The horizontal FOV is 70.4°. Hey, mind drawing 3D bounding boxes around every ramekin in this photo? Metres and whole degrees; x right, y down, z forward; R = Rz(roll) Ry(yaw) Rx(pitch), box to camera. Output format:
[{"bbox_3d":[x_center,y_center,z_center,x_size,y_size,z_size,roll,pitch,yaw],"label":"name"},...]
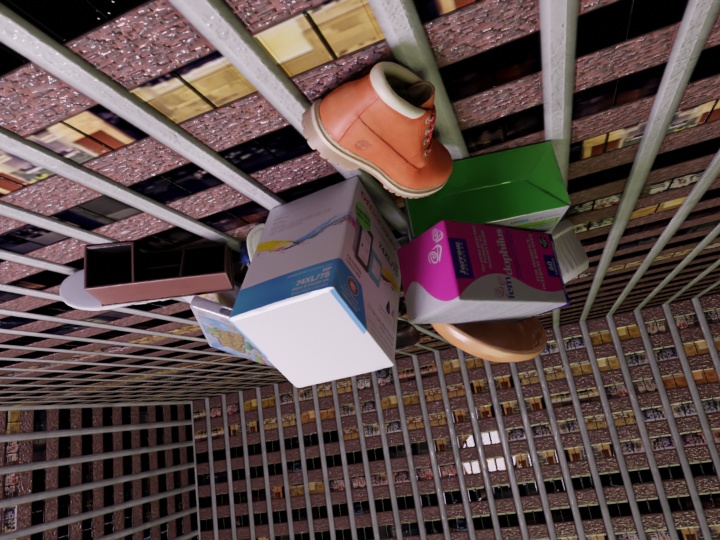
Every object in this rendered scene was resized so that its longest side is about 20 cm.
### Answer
[{"bbox_3d":[0.330,0.000,0.956,0.201,0.095,0.203,-31,167,-8],"label":"ramekin"}]

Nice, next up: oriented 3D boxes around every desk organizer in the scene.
[{"bbox_3d":[-0.295,-0.002,0.760,0.198,0.072,0.077,-7,161,-9],"label":"desk organizer"}]

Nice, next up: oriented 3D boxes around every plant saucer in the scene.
[{"bbox_3d":[0.174,0.069,0.752,0.199,0.200,0.038,2,123,-34],"label":"plant saucer"}]

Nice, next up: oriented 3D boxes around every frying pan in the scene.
[{"bbox_3d":[0.015,0.099,0.695,0.114,0.031,0.190,-1,-171,25],"label":"frying pan"}]

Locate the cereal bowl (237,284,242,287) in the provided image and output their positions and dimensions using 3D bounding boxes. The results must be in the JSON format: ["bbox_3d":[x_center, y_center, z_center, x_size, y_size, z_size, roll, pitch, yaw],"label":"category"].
[{"bbox_3d":[-0.197,0.092,1.042,0.198,0.084,0.201,16,147,10],"label":"cereal bowl"}]

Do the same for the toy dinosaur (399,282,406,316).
[{"bbox_3d":[0.046,0.017,0.804,0.102,0.078,0.200,20,-150,24],"label":"toy dinosaur"}]

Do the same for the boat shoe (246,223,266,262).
[{"bbox_3d":[-0.114,0.015,0.776,0.072,0.202,0.060,-37,-154,-15],"label":"boat shoe"}]

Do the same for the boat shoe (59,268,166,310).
[{"bbox_3d":[-0.371,0.029,0.827,0.198,0.072,0.070,-11,160,-13],"label":"boat shoe"}]

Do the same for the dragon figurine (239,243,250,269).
[{"bbox_3d":[-0.135,0.031,0.843,0.059,0.202,0.099,7,-152,41],"label":"dragon figurine"}]

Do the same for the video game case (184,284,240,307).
[{"bbox_3d":[-0.228,0.076,0.916,0.200,0.023,0.182,39,150,-7],"label":"video game case"}]

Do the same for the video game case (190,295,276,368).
[{"bbox_3d":[-0.184,0.117,0.864,0.180,0.022,0.200,18,153,2],"label":"video game case"}]

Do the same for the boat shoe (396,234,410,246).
[{"bbox_3d":[0.033,-0.013,0.915,0.201,0.065,0.074,-22,129,30],"label":"boat shoe"}]

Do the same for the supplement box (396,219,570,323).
[{"bbox_3d":[0.159,0.008,0.660,0.198,0.102,0.103,2,160,-31],"label":"supplement box"}]

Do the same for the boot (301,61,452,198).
[{"bbox_3d":[0.050,-0.136,0.511,0.107,0.076,0.199,-29,154,37],"label":"boot"}]

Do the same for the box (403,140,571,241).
[{"bbox_3d":[0.165,-0.077,0.719,0.198,0.098,0.177,-11,164,6],"label":"box"}]

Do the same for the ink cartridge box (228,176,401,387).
[{"bbox_3d":[-0.043,0.013,0.651,0.145,0.201,0.147,-17,130,24],"label":"ink cartridge box"}]
